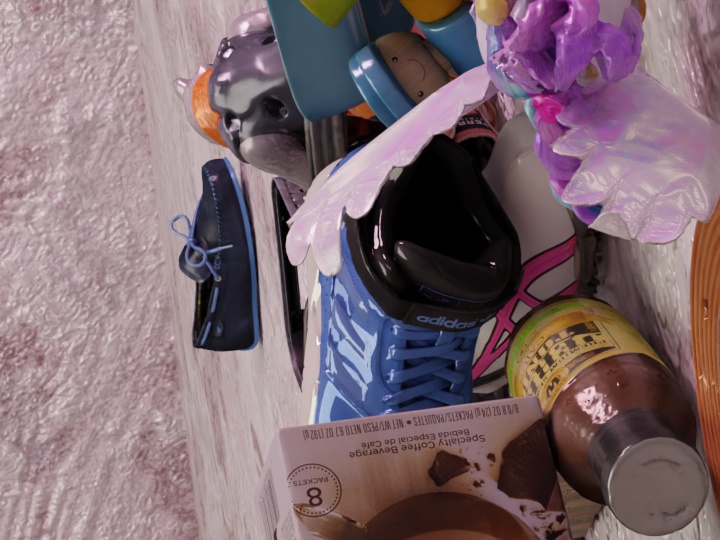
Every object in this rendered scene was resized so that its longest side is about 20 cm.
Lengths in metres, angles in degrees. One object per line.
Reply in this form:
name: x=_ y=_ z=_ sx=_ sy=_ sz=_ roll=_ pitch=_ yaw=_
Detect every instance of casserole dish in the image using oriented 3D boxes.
casserole dish: x=-0.012 y=-0.159 z=1.281 sx=0.121 sy=0.039 sz=0.200 roll=-68 pitch=-30 yaw=-50

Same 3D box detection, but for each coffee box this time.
coffee box: x=0.034 y=0.161 z=1.161 sx=0.080 sy=0.113 sz=0.200 roll=109 pitch=151 yaw=-62

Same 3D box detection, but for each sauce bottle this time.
sauce bottle: x=0.104 y=0.059 z=1.212 sx=0.200 sy=0.065 sz=0.065 roll=-121 pitch=23 yaw=-76

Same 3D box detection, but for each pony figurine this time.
pony figurine: x=0.069 y=-0.086 z=1.083 sx=0.193 sy=0.166 sz=0.200 roll=-40 pitch=-53 yaw=-54

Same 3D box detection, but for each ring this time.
ring: x=0.158 y=0.061 z=1.058 sx=0.200 sy=0.019 sz=0.201 roll=170 pitch=90 yaw=-80

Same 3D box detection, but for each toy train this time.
toy train: x=0.011 y=-0.148 z=1.201 sx=0.200 sy=0.116 sz=0.085 roll=46 pitch=-167 yaw=-36

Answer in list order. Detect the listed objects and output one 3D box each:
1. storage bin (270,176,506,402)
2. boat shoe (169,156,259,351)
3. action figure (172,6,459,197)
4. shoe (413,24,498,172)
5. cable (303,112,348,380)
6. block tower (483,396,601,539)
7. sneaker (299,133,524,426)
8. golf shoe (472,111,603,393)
storage bin: x=0.015 y=0.033 z=1.691 sx=0.200 sy=0.094 sz=0.135 roll=-114 pitch=16 yaw=-60
boat shoe: x=-0.132 y=-0.006 z=2.662 sx=0.084 sy=0.069 sz=0.200 roll=-116 pitch=19 yaw=-61
action figure: x=-0.021 y=-0.127 z=1.456 sx=0.193 sy=0.105 sz=0.200 roll=-30 pitch=62 yaw=37
shoe: x=0.042 y=-0.083 z=1.504 sx=0.091 sy=0.071 sz=0.200 roll=-2 pitch=85 yaw=58
cable: x=0.000 y=0.000 z=1.408 sx=0.097 sy=0.050 sz=0.200 roll=-41 pitch=-47 yaw=-78
block tower: x=0.083 y=0.117 z=1.480 sx=0.200 sy=0.054 sz=0.058 roll=100 pitch=159 yaw=-64
sneaker: x=0.025 y=0.036 z=1.291 sx=0.111 sy=0.077 sz=0.200 roll=150 pitch=119 yaw=-64
golf shoe: x=0.062 y=-0.001 z=1.366 sx=0.200 sy=0.092 sz=0.073 roll=95 pitch=165 yaw=-54
